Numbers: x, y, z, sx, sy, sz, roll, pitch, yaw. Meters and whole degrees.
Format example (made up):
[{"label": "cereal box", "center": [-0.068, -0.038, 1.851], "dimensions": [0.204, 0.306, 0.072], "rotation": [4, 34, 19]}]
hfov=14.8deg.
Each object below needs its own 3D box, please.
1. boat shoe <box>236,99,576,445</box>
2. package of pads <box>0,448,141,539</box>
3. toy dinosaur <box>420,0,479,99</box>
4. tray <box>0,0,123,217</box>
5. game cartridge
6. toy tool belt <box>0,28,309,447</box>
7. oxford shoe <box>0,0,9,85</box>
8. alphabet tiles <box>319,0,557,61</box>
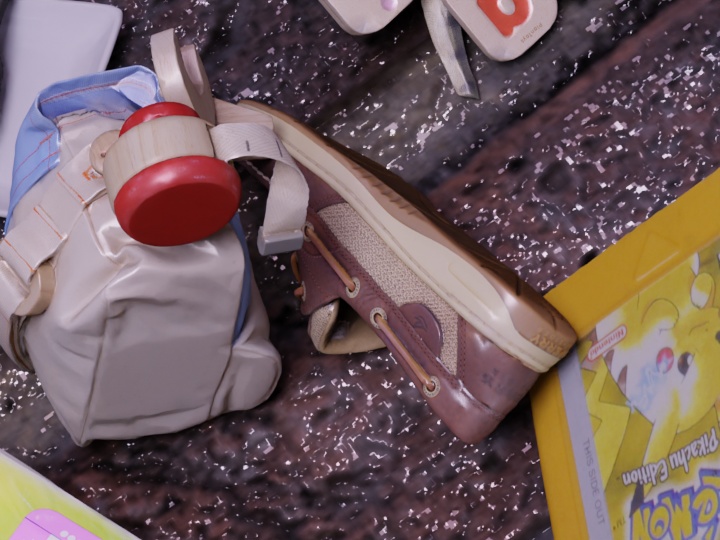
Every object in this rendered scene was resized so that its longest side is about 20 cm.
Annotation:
[{"label": "boat shoe", "center": [0.000, 0.000, 1.091], "dimensions": [0.200, 0.072, 0.072], "rotation": [40, 99, 39]}, {"label": "package of pads", "center": [-0.113, 0.128, 1.006], "dimensions": [0.199, 0.155, 0.068], "rotation": [29, 72, 25]}, {"label": "toy dinosaur", "center": [0.024, -0.172, 1.194], "dimensions": [0.088, 0.048, 0.201], "rotation": [7, 68, 9]}, {"label": "tray", "center": [-0.206, -0.076, 1.211], "dimensions": [0.199, 0.022, 0.108], "rotation": [8, 66, 17]}, {"label": "game cartridge", "center": [0.129, 0.069, 0.988], "dimensions": [0.176, 0.032, 0.201], "rotation": [-39, 48, 43]}, {"label": "toy tool belt", "center": [-0.089, -0.028, 1.061], "dimensions": [0.124, 0.200, 0.123], "rotation": [-10, 60, -14]}, {"label": "oxford shoe", "center": [-0.185, -0.146, 1.183], "dimensions": [0.072, 0.085, 0.201], "rotation": [-8, 59, 10]}, {"label": "alphabet tiles", "center": [0.037, -0.196, 1.154], "dimensions": [0.200, 0.015, 0.196], "rotation": [-44, 100, -15]}]
